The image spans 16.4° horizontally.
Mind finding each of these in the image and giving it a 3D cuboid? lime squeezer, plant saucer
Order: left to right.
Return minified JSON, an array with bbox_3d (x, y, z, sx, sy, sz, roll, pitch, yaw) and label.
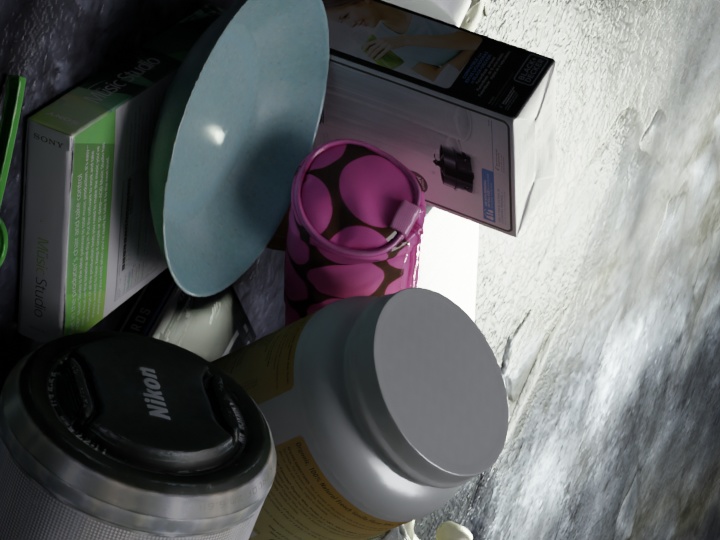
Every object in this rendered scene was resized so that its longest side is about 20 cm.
[{"bbox_3d":[-0.222,-0.010,1.326,0.071,0.038,0.200,50,58,-31],"label":"lime squeezer"},{"bbox_3d":[-0.081,-0.084,1.493,0.201,0.039,0.201,-53,153,-41],"label":"plant saucer"}]

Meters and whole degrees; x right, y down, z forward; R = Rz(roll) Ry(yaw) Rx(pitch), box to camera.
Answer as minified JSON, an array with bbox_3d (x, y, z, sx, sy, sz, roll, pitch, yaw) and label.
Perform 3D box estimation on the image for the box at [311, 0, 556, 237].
[{"bbox_3d":[0.024,-0.108,1.606,0.060,0.200,0.117,-55,156,-32],"label":"box"}]

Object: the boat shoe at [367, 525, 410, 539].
[{"bbox_3d":[-0.011,0.172,1.737,0.065,0.074,0.202,52,17,-77],"label":"boat shoe"}]

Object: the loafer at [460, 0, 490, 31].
[{"bbox_3d":[0.062,-0.213,1.802,0.200,0.075,0.070,-65,166,13],"label":"loafer"}]

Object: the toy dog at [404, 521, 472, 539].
[{"bbox_3d":[-0.009,0.235,1.964,0.194,0.140,0.200,-20,140,-16],"label":"toy dog"}]

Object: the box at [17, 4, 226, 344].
[{"bbox_3d":[-0.134,-0.059,1.488,0.200,0.036,0.144,-43,146,-53],"label":"box"}]

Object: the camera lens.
[{"bbox_3d":[-0.147,0.147,1.430,0.160,0.160,0.200,-36,153,-57],"label":"camera lens"}]

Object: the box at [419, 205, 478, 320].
[{"bbox_3d":[0.019,0.001,1.835,0.124,0.097,0.200,-51,151,-42],"label":"box"}]

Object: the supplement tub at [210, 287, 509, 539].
[{"bbox_3d":[-0.020,0.101,1.567,0.144,0.200,0.144,26,51,-39],"label":"supplement tub"}]

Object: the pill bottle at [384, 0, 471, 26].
[{"bbox_3d":[0.067,-0.266,1.697,0.200,0.111,0.111,-66,159,-12],"label":"pill bottle"}]

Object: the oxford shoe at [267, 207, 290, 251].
[{"bbox_3d":[-0.008,-0.078,1.717,0.200,0.071,0.071,-51,150,-33],"label":"oxford shoe"}]

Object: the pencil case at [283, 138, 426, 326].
[{"bbox_3d":[0.000,0.000,1.615,0.091,0.094,0.200,-50,162,-22],"label":"pencil case"}]

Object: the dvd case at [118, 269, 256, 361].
[{"bbox_3d":[-0.137,0.088,1.626,0.200,0.025,0.150,-61,158,-22],"label":"dvd case"}]
